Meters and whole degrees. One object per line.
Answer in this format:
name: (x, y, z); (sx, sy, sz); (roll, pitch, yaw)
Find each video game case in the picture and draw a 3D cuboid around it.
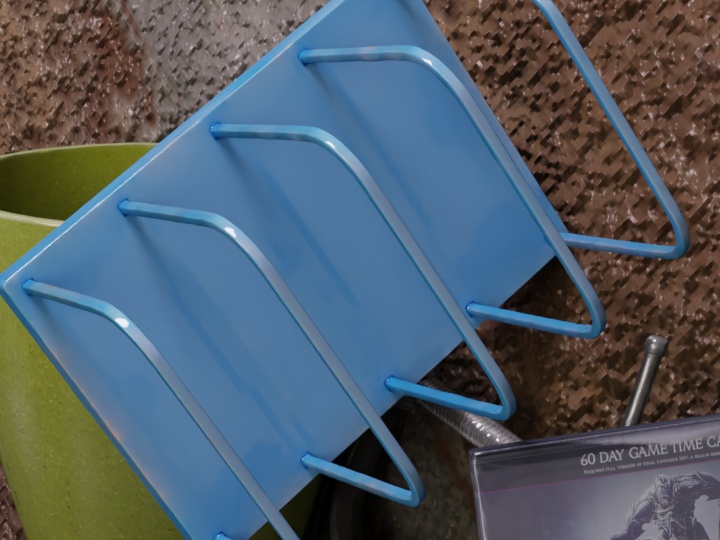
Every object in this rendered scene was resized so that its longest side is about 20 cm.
video game case: (0.121, 0.154, 0.739); (0.141, 0.019, 0.202); (-8, 90, -1)

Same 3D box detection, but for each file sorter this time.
file sorter: (0.000, 0.000, 0.753); (0.139, 0.200, 0.122); (55, 161, -20)

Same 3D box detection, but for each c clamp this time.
c clamp: (0.043, 0.088, 0.840); (0.200, 0.027, 0.172); (23, 97, 59)

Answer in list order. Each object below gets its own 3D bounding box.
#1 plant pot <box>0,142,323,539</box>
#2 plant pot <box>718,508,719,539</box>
plant pot: (-0.086, 0.059, 0.904); (0.186, 0.186, 0.202); (14, 108, 41)
plant pot: (0.199, 0.071, 0.617); (0.186, 0.199, 0.189); (0, 89, 42)
